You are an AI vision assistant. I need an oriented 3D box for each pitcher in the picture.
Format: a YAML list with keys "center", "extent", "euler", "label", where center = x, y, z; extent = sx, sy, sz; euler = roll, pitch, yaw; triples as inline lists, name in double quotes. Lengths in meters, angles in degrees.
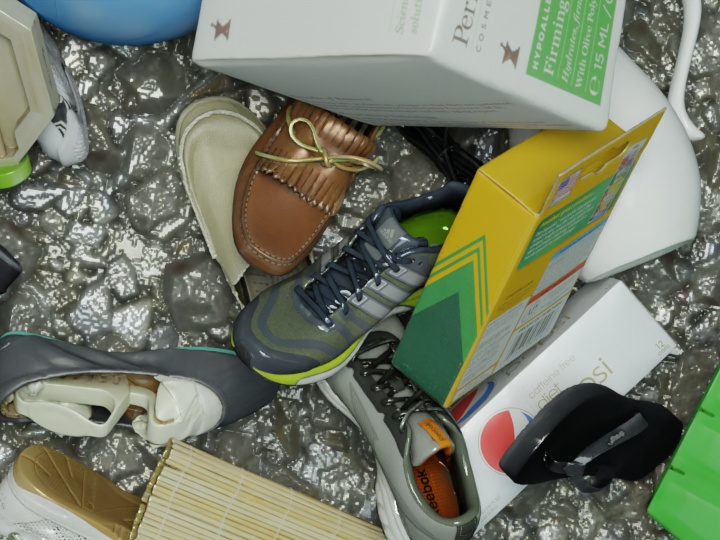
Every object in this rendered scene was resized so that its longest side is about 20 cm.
- center: [0.175, -0.108, 1.349]
  extent: [0.171, 0.121, 0.201]
  euler: [-20, 84, -8]
  label: "pitcher"

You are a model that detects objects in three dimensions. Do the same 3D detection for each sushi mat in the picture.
- center: [-0.063, 0.191, 1.339]
  extent: [0.199, 0.012, 0.096]
  euler: [26, 76, -28]
  label: "sushi mat"

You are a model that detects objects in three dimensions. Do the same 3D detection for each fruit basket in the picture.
- center: [0.320, 0.142, 1.374]
  extent: [0.214, 0.156, 0.217]
  euler: [-1, 85, 8]
  label: "fruit basket"

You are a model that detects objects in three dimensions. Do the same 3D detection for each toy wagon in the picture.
- center: [-0.294, -0.120, 1.250]
  extent: [0.199, 0.040, 0.156]
  euler: [-5, 125, 8]
  label: "toy wagon"

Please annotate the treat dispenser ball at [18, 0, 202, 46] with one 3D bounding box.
- center: [-0.147, -0.243, 1.251]
  extent: [0.200, 0.201, 0.202]
  euler: [0, 93, -8]
  label: "treat dispenser ball"

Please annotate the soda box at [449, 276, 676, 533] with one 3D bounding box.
- center: [0.118, 0.093, 1.372]
  extent: [0.200, 0.068, 0.064]
  euler: [-43, 98, -4]
  label: "soda box"

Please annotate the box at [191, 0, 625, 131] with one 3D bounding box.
- center: [0.037, -0.196, 1.163]
  extent: [0.171, 0.199, 0.200]
  euler: [15, 83, -45]
  label: "box"

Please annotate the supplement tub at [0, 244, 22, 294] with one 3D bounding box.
- center: [-0.311, 0.050, 1.292]
  extent: [0.107, 0.107, 0.200]
  euler: [43, 87, -8]
  label: "supplement tub"

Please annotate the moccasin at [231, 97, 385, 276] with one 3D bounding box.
- center: [-0.022, -0.083, 1.301]
  extent: [0.074, 0.078, 0.202]
  euler: [38, 60, -7]
  label: "moccasin"

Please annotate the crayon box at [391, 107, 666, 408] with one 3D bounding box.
- center: [0.103, -0.021, 1.242]
  extent: [0.052, 0.200, 0.126]
  euler: [40, 42, 18]
  label: "crayon box"

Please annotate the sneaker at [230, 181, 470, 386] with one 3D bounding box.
- center: [0.000, 0.000, 1.257]
  extent: [0.200, 0.081, 0.074]
  euler: [-34, 67, -30]
  label: "sneaker"

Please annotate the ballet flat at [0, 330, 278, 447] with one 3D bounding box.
- center: [-0.155, 0.087, 1.332]
  extent: [0.199, 0.073, 0.073]
  euler: [7, 92, -6]
  label: "ballet flat"

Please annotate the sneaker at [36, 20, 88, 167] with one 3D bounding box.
- center: [-0.266, -0.141, 1.308]
  extent: [0.115, 0.075, 0.201]
  euler: [-29, 103, 4]
  label: "sneaker"

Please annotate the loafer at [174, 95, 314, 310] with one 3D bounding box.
- center: [-0.066, -0.024, 1.340]
  extent: [0.075, 0.068, 0.201]
  euler: [-24, 96, -6]
  label: "loafer"

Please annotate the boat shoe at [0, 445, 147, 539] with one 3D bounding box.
- center: [-0.162, 0.194, 1.346]
  extent: [0.200, 0.071, 0.069]
  euler: [35, 114, -16]
  label: "boat shoe"

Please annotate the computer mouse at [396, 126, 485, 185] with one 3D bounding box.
- center: [0.080, -0.130, 1.284]
  extent: [0.046, 0.141, 0.200]
  euler: [-9, 138, -37]
  label: "computer mouse"

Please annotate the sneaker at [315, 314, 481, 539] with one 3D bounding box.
- center: [0.028, 0.090, 1.291]
  extent: [0.074, 0.079, 0.201]
  euler: [-21, 79, -24]
  label: "sneaker"

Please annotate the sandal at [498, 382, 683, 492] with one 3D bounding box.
- center: [0.165, 0.116, 1.326]
  extent: [0.043, 0.200, 0.076]
  euler: [45, 114, 31]
  label: "sandal"
